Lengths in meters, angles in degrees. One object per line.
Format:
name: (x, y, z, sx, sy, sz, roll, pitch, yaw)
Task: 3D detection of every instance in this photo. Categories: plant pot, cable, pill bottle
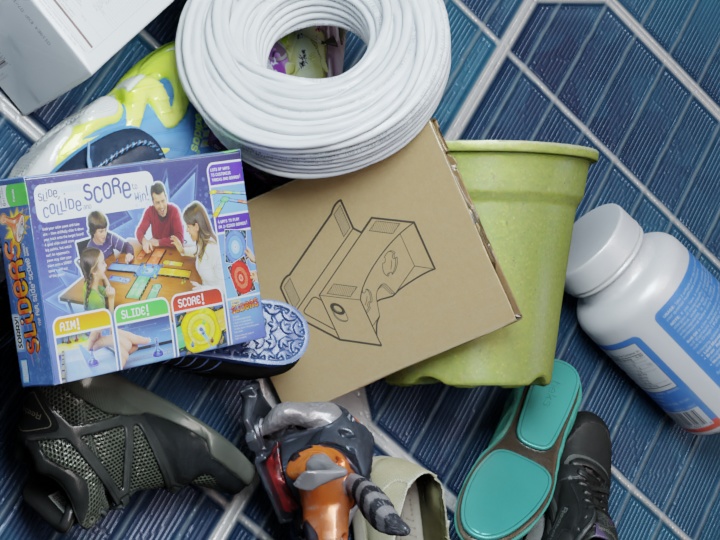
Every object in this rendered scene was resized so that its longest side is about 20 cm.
plant pot: (0.083, -0.002, 1.602, 0.200, 0.200, 0.185, 2, 88, -35)
cable: (-0.035, -0.161, 1.491, 0.200, 0.069, 0.200, -35, 65, -14)
pill bottle: (0.255, 0.038, 1.748, 0.200, 0.112, 0.112, 44, 57, -19)

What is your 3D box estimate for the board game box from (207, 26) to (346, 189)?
board game box: (-0.060, -0.160, 1.592, 0.120, 0.032, 0.200, 30, 55, -40)

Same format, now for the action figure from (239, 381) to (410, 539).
action figure: (-0.013, 0.173, 1.495, 0.104, 0.194, 0.200, -20, 112, 5)

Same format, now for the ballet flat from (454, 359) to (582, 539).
ballet flat: (0.126, 0.159, 1.645, 0.067, 0.070, 0.200, 25, 51, 7)

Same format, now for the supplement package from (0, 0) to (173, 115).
supplement package: (-0.191, -0.225, 1.495, 0.114, 0.109, 0.200, 52, 55, -13)

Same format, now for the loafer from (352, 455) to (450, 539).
loafer: (0.039, 0.238, 1.567, 0.076, 0.068, 0.200, -8, 83, -37)

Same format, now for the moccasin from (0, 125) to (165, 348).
moccasin: (-0.201, -0.011, 1.416, 0.200, 0.068, 0.080, -50, 126, -6)

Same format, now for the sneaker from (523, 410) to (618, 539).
sneaker: (0.183, 0.205, 1.667, 0.076, 0.088, 0.200, 31, 62, -26)

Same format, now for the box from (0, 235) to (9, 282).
box: (-0.312, -0.073, 1.336, 0.200, 0.060, 0.117, 56, 26, 15)

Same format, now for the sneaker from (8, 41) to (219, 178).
sneaker: (-0.163, -0.083, 1.501, 0.200, 0.076, 0.105, -44, 105, -36)

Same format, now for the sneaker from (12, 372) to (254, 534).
sneaker: (-0.166, 0.138, 1.448, 0.199, 0.076, 0.114, 31, 83, -44)

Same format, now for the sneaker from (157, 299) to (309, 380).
sneaker: (-0.139, 0.042, 1.496, 0.200, 0.078, 0.070, 14, 71, -10)

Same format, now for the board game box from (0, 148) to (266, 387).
board game box: (-0.150, -0.005, 1.377, 0.200, 0.034, 0.136, -10, 94, -49)

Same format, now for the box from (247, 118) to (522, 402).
box: (0.000, 0.000, 1.532, 0.164, 0.200, 0.021, 66, 20, -3)
